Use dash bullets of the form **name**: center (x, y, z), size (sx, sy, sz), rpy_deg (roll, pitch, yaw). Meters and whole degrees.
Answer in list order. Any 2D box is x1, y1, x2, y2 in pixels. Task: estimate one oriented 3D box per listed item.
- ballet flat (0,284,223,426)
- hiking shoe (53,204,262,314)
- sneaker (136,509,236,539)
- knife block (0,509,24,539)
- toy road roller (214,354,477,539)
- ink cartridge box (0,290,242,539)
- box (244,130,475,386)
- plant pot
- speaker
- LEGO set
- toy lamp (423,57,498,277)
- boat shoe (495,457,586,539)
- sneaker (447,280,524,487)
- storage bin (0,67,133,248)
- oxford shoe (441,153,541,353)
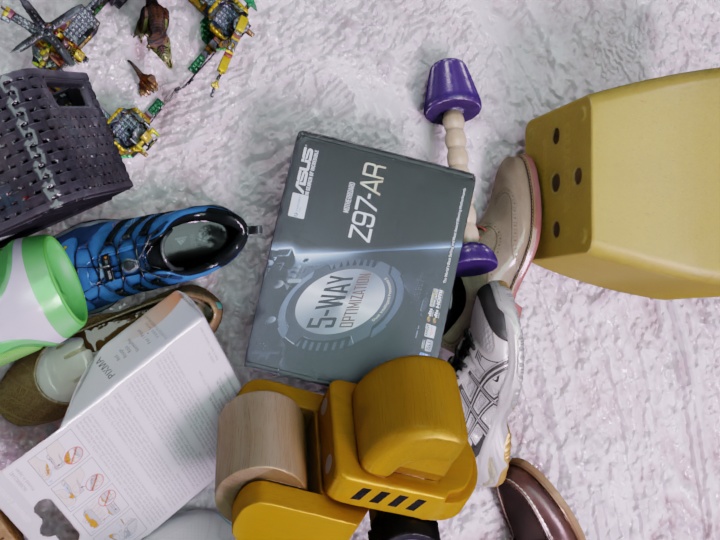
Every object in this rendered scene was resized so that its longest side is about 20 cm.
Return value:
- **ballet flat**: center (-0.199, 0.066, 0.829), size (0.197, 0.072, 0.069), rpy_deg (-22, 92, -20)
- **hiking shoe**: center (-0.183, -0.015, 0.831), size (0.197, 0.086, 0.076), rpy_deg (-21, 95, -21)
- **sneaker**: center (-0.094, 0.246, 0.859), size (0.197, 0.080, 0.072), rpy_deg (9, 86, -19)
- **knife block**: center (-0.290, 0.186, 0.734), size (0.063, 0.175, 0.202), rpy_deg (-32, 98, -20)
- **toy road roller**: center (-0.003, 0.132, 0.779), size (0.197, 0.124, 0.147), rpy_deg (15, 125, -18)
- **ink cartridge box**: center (-0.183, 0.136, 0.807), size (0.199, 0.050, 0.164), rpy_deg (-36, 136, -16)
- **box**: center (0.000, 0.000, 0.864), size (0.157, 0.044, 0.204), rpy_deg (14, 84, -3)
- **plant pot**: center (0.258, -0.078, 0.953), size (0.173, 0.200, 0.204), rpy_deg (1, 87, -15)
- **speaker**: center (-0.308, 0.045, 0.756), size (0.197, 0.088, 0.090), rpy_deg (-23, 96, -1)
- **LEGO set**: center (-0.175, -0.194, 0.826), size (0.200, 0.116, 0.154), rpy_deg (-43, 102, -17)
- **toy lamp**: center (0.091, -0.098, 0.942), size (0.057, 0.058, 0.204), rpy_deg (2, 73, -21)
- **boat shoe**: center (0.180, 0.275, 0.967), size (0.070, 0.070, 0.202), rpy_deg (-36, 100, -23)
- **sneaker**: center (0.094, 0.106, 0.912), size (0.086, 0.076, 0.204), rpy_deg (3, 111, -3)
- **storage bin**: center (-0.282, -0.061, 0.735), size (0.197, 0.135, 0.095), rpy_deg (-23, 96, 10)
- **oxford shoe**: center (0.119, -0.016, 0.960), size (0.073, 0.070, 0.204), rpy_deg (13, 82, -14)
